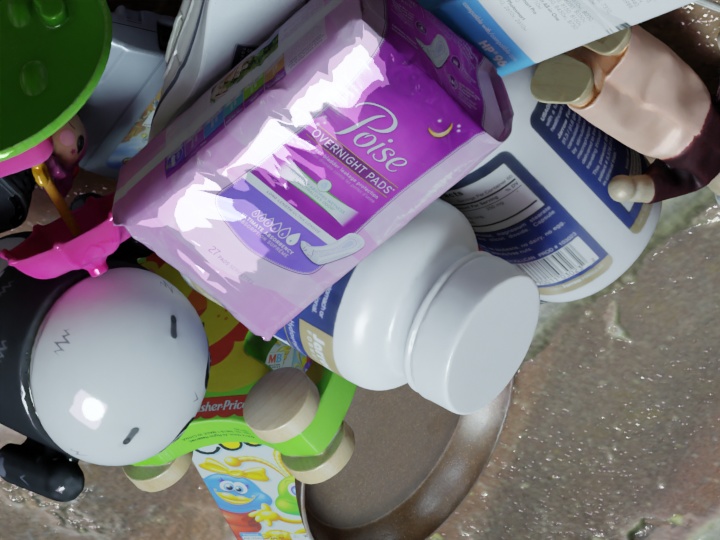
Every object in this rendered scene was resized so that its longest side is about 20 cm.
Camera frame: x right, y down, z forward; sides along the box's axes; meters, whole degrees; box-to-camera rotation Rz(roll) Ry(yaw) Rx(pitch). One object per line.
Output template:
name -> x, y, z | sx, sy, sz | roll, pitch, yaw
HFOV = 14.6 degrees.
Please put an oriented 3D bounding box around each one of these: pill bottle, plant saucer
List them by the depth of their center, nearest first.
pill bottle -> 0.000, 0.000, 1.648 | 0.199, 0.120, 0.120 | 29, 151, 29
pill bottle -> 0.083, -0.079, 1.675 | 0.111, 0.112, 0.200 | -20, 133, 33
plant saucer -> 0.024, 0.104, 1.886 | 0.034, 0.200, 0.201 | 31, 156, 36

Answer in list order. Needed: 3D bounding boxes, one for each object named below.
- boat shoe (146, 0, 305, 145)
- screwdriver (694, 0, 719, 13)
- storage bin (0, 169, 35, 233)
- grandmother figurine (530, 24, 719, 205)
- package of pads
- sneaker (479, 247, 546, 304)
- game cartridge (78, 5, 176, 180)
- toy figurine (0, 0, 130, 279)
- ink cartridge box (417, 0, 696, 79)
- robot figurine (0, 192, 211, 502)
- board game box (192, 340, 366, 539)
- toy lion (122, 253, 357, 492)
boat shoe -> -0.077, -0.120, 1.572 | 0.071, 0.066, 0.201 | 4, 137, -11
screwdriver -> 0.200, -0.154, 1.618 | 0.199, 0.028, 0.029 | 20, 170, -18
storage bin -> -0.299, -0.106, 1.739 | 0.135, 0.094, 0.200 | -17, 134, 30
grandmother figurine -> 0.189, -0.090, 1.662 | 0.121, 0.061, 0.200 | -46, 134, 10
package of pads -> -0.026, -0.062, 1.525 | 0.200, 0.076, 0.120 | -39, 121, 25
sneaker -> 0.047, -0.008, 1.784 | 0.199, 0.081, 0.075 | 11, 159, -16
game cartridge -> -0.094, -0.095, 1.716 | 0.199, 0.042, 0.133 | 11, 141, -26
toy figurine -> -0.190, -0.083, 1.605 | 0.149, 0.201, 0.184 | -19, 142, 2
ink cartridge box -> 0.134, -0.191, 1.517 | 0.199, 0.117, 0.068 | -19, 134, 33
robot figurine -> -0.176, 0.046, 1.713 | 0.199, 0.124, 0.151 | 18, 130, 50
board game box -> -0.058, 0.094, 1.929 | 0.104, 0.103, 0.200 | -5, 140, 18
toy lion -> -0.081, 0.041, 1.791 | 0.199, 0.193, 0.069 | -5, 143, 33
